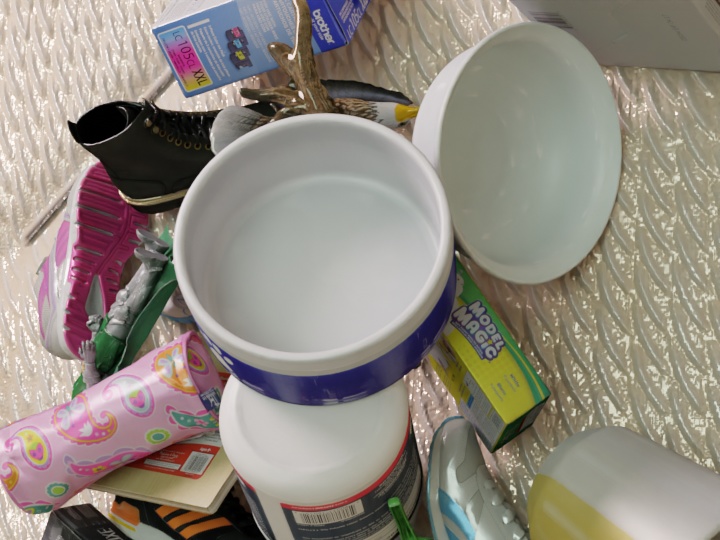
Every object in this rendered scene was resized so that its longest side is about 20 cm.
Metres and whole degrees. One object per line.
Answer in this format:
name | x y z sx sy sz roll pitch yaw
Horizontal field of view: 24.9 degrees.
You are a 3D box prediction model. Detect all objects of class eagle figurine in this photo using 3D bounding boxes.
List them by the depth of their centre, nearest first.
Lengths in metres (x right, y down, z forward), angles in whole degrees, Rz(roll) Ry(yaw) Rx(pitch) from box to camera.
eagle figurine | -0.014 -0.110 1.322 0.150 0.200 0.153 23 82 21

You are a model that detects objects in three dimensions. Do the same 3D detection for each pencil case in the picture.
pencil case | -0.201 0.127 1.338 0.199 0.087 0.088 -26 65 9

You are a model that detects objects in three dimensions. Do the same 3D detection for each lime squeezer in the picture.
lime squeezer | 0.044 0.240 1.252 0.037 0.071 0.202 -7 117 18

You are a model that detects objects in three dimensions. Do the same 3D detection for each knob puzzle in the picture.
knob puzzle | -0.134 0.119 1.393 0.218 0.031 0.221 -22 37 17

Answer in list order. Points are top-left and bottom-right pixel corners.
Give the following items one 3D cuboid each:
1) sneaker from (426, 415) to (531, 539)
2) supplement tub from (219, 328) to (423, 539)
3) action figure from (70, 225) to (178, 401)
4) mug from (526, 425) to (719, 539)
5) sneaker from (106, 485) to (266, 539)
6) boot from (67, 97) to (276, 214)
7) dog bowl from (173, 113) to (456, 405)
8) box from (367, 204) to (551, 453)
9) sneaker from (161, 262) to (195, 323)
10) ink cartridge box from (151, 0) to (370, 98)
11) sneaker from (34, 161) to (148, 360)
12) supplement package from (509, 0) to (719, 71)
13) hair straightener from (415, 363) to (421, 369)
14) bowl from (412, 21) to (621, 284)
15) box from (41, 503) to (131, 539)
sneaker | 0.101 0.209 1.256 0.080 0.076 0.202 -15 77 17
supplement tub | -0.025 0.143 1.245 0.139 0.201 0.142 -3 60 5
action figure | -0.214 0.065 1.400 0.118 0.054 0.201 -100 35 -68
mug | 0.186 0.194 1.159 0.153 0.185 0.151 37 132 39
sneaker | -0.129 0.203 1.379 0.199 0.070 0.091 13 86 33
boot | -0.143 -0.121 1.428 0.198 0.138 0.078 -24 62 9
dog bowl | -0.030 -0.008 1.169 0.198 0.079 0.202 -3 61 6
box | 0.067 0.038 1.265 0.048 0.117 0.201 -33 77 -11
sneaker | -0.136 0.000 1.418 0.199 0.086 0.076 -7 75 41
ink cartridge box | -0.067 -0.238 1.428 0.198 0.077 0.137 -16 29 26
sneaker | -0.258 -0.007 1.502 0.088 0.081 0.202 -18 53 45
supplement package | 0.205 -0.239 1.242 0.154 0.200 0.112 8 80 30
hair straightener | 0.000 0.000 1.390 0.077 0.041 0.201 -31 68 18
bowl | 0.107 -0.091 1.279 0.090 0.200 0.203 4 77 51
box | -0.226 0.324 1.380 0.157 0.050 0.202 35 112 31
